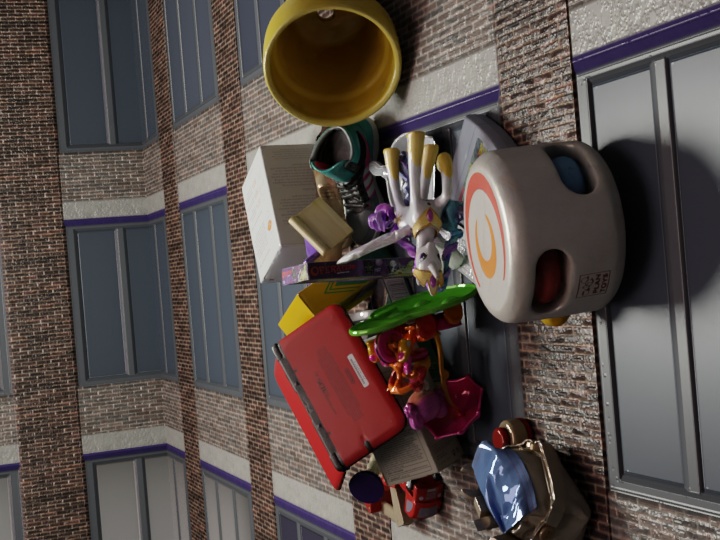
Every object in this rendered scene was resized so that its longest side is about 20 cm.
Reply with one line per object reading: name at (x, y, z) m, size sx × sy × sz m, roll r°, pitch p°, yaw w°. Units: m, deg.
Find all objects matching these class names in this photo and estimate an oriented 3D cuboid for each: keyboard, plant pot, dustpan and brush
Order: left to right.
plant pot at (-0.046, -0.346, 1.835) m, size 0.190 × 0.199 × 0.202 m, roll -97°, pitch 15°, yaw -52°
dustpan and brush at (0.055, -0.136, 1.771) m, size 0.200 × 0.057 × 0.141 m, roll -129°, pitch 38°, yaw -73°
keyboard at (0.124, -0.040, 1.685) m, size 0.200 × 0.011 × 0.057 m, roll -136°, pitch 46°, yaw -60°

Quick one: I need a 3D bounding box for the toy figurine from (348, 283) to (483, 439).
toy figurine at (0.089, 0.134, 1.614) m, size 0.150 × 0.199 × 0.185 m, roll -9°, pitch 100°, yaw 46°

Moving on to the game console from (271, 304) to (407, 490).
game console at (-0.032, 0.176, 1.710) m, size 0.201 × 0.172 × 0.119 m, roll 59°, pitch -167°, yaw 19°

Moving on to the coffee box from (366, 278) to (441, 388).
coffee box at (0.061, 0.117, 1.836) m, size 0.123 × 0.044 × 0.201 m, roll 110°, pitch 148°, yaw -48°

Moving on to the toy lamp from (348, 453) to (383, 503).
toy lamp at (0.031, 0.258, 1.808) m, size 0.200 × 0.058 × 0.059 m, roll -59°, pitch -21°, yaw -60°

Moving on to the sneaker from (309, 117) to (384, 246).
sneaker at (-0.020, -0.136, 1.875) m, size 0.083 × 0.120 × 0.202 m, roll -4°, pitch 90°, yaw 34°

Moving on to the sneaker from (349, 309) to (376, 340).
sneaker at (-0.008, 0.124, 1.855) m, size 0.200 × 0.070 × 0.100 m, roll 151°, pitch 118°, yaw -63°

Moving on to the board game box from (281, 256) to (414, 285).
board game box at (0.000, 0.000, 1.754) m, size 0.120 × 0.198 × 0.033 m, roll 158°, pitch 107°, yaw -67°

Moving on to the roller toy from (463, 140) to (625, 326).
roller toy at (0.198, -0.040, 1.313) m, size 0.182 × 0.139 × 0.202 m, roll 158°, pitch 104°, yaw -79°

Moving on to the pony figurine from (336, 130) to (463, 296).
pony figurine at (0.066, -0.061, 1.588) m, size 0.193 × 0.165 × 0.202 m, roll 160°, pitch 110°, yaw -72°

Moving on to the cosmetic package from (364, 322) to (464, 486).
cosmetic package at (0.051, 0.187, 1.715) m, size 0.103 × 0.073 × 0.201 m, roll -22°, pitch 90°, yaw 39°

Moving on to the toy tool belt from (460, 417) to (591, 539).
toy tool belt at (0.175, 0.251, 1.456) m, size 0.200 × 0.122 × 0.126 m, roll -120°, pitch 33°, yaw -49°

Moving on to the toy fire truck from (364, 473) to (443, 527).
toy fire truck at (0.061, 0.335, 1.876) m, size 0.200 × 0.048 × 0.142 m, roll -136°, pitch 45°, yaw -59°

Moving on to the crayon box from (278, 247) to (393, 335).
crayon box at (-0.047, 0.043, 1.887) m, size 0.051 × 0.200 × 0.127 m, roll 51°, pitch 151°, yaw 8°

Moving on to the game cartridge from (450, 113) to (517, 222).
game cartridge at (0.165, -0.099, 1.532) m, size 0.201 × 0.041 × 0.134 m, roll -116°, pitch 34°, yaw -44°

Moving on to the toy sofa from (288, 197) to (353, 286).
toy sofa at (-0.069, -0.019, 1.955) m, size 0.083 × 0.097 × 0.200 m, roll 46°, pitch 165°, yaw 20°

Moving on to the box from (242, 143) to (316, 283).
box at (-0.129, -0.100, 2.199) m, size 0.152 × 0.106 × 0.201 m, roll 125°, pitch 136°, yaw -59°

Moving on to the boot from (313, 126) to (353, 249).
boot at (-0.038, -0.149, 2.030) m, size 0.201 × 0.072 × 0.167 m, roll 82°, pitch -170°, yaw -54°
